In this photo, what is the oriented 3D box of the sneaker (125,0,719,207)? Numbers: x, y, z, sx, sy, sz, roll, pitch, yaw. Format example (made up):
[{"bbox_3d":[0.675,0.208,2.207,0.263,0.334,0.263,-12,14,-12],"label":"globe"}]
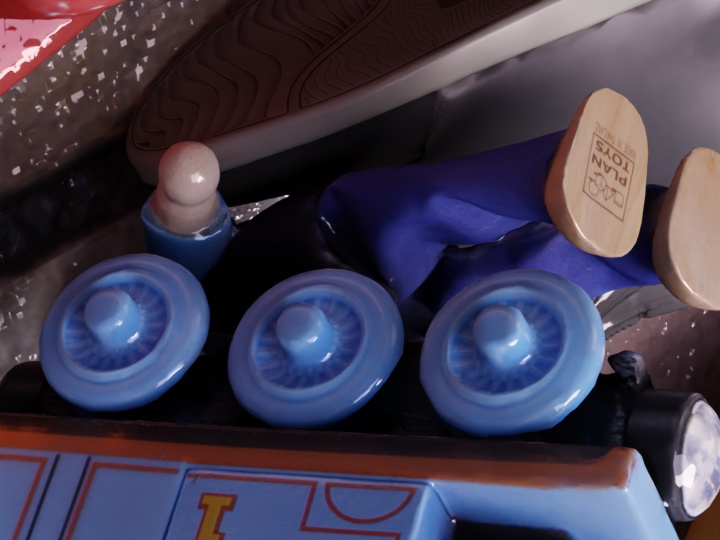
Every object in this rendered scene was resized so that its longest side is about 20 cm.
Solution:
[{"bbox_3d":[0.041,-0.038,0.783,0.199,0.075,0.106,-19,125,10],"label":"sneaker"}]

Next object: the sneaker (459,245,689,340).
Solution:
[{"bbox_3d":[0.039,0.002,0.849,0.200,0.076,0.091,-45,116,-21],"label":"sneaker"}]

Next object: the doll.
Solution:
[{"bbox_3d":[0.000,0.000,0.745,0.136,0.200,0.049,26,60,-38],"label":"doll"}]

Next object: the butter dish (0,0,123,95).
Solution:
[{"bbox_3d":[-0.061,-0.147,0.665,0.200,0.148,0.200,-42,125,-15],"label":"butter dish"}]

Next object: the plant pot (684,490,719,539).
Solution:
[{"bbox_3d":[0.228,0.058,0.932,0.200,0.200,0.184,37,68,-38],"label":"plant pot"}]

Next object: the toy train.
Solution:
[{"bbox_3d":[-0.011,0.063,0.688,0.087,0.199,0.115,59,40,-51],"label":"toy train"}]
